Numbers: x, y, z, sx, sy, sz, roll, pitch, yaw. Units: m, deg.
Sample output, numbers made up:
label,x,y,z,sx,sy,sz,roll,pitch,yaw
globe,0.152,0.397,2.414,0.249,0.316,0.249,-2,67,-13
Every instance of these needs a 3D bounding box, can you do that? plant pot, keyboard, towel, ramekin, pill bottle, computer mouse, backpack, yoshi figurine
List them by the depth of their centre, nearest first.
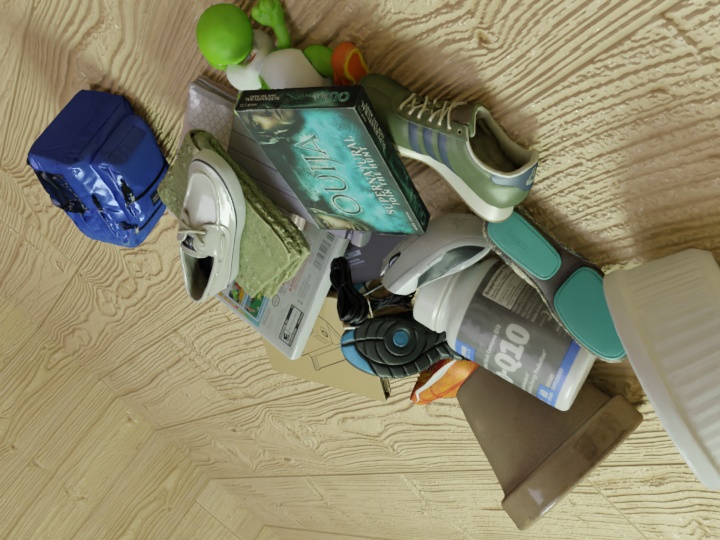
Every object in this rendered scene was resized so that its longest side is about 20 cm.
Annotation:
label,x,y,z,sx,sy,sz,roll,pitch,yaw
ramekin,0.298,0.076,0.758,0.093,0.204,0.203,-29,117,21
yoshi figurine,-0.096,-0.215,0.896,0.197,0.112,0.114,26,136,28
computer mouse,0.052,-0.014,0.954,0.197,0.111,0.044,-28,123,13
pill bottle,0.164,0.058,0.972,0.197,0.114,0.115,28,152,19
towel,-0.152,-0.062,1.041,0.200,0.037,0.148,45,141,-3
plant pot,0.209,0.179,1.054,0.175,0.199,0.201,48,157,16
towel,-0.148,-0.115,1.082,0.197,0.032,0.194,28,120,20
keyboard,0.000,0.000,1.108,0.197,0.021,0.129,-15,105,37
backpack,-0.361,-0.130,1.285,0.165,0.164,0.202,18,147,27

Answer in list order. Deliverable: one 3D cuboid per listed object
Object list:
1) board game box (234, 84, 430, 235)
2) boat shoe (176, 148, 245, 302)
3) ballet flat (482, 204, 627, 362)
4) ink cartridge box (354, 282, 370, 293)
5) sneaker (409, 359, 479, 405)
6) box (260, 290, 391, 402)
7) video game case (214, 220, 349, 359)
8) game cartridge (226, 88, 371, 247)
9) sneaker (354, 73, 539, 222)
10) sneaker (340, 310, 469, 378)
label,x,y,z,sx,sy,sz,roll,pitch,yaw
board game box,-0.023,-0.104,0.870,0.132,0.029,0.201,4,150,28
boat shoe,-0.179,-0.044,0.998,0.071,0.066,0.202,31,140,14
ballet flat,0.205,0.006,0.893,0.200,0.068,0.075,46,-165,10
ink cartridge box,-0.090,0.001,1.219,0.198,0.067,0.117,34,131,9
sneaker,0.122,0.158,1.236,0.076,0.074,0.200,29,157,-5
box,-0.059,0.089,1.179,0.196,0.021,0.166,11,131,33
video game case,-0.110,-0.020,1.132,0.181,0.024,0.203,35,113,26
game cartridge,-0.061,-0.127,0.989,0.197,0.038,0.132,27,116,18
sneaker,0.086,-0.137,0.831,0.199,0.067,0.090,38,146,0
sneaker,0.068,0.084,1.074,0.082,0.195,0.075,-144,53,-73
